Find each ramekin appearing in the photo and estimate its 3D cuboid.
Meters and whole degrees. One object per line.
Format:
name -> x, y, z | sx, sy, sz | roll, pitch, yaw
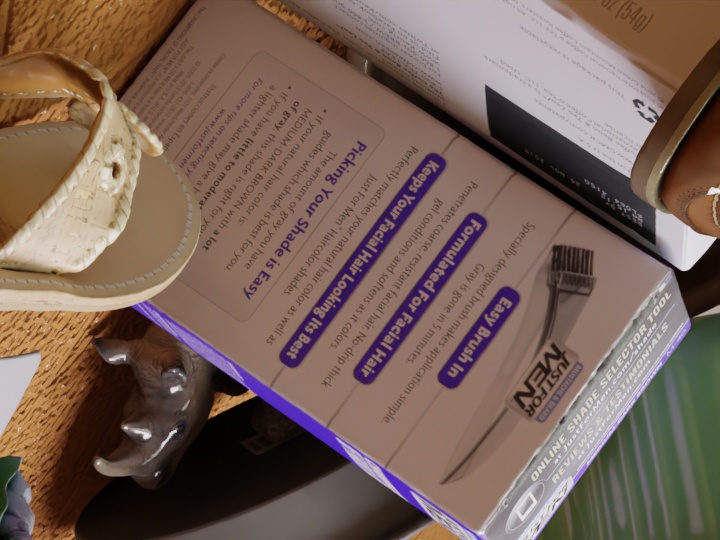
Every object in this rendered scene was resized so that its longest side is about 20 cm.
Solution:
ramekin -> 0.127, 0.068, 1.093 | 0.199, 0.098, 0.200 | -10, 176, -1

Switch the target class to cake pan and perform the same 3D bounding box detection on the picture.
cake pan -> -0.031, 0.086, 1.205 | 0.200, 0.037, 0.200 | -23, -169, 5

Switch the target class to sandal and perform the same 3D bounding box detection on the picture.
sandal -> -0.100, -0.032, 0.888 | 0.212, 0.078, 0.070 | -21, 149, -55

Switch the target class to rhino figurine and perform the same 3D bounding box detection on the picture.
rhino figurine -> -0.044, 0.019, 1.178 | 0.200, 0.060, 0.088 | -41, 141, -37

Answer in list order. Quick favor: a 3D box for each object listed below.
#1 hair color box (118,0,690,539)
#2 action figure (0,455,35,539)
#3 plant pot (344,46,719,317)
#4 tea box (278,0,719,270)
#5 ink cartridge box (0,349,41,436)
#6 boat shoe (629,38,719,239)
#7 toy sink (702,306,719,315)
hair color box -> 0.000, 0.000, 1.008 | 0.109, 0.200, 0.065 | -53, 157, -8
action figure -> -0.142, 0.121, 1.012 | 0.118, 0.055, 0.200 | -42, -161, 22
plant pot -> 0.099, -0.086, 1.198 | 0.200, 0.200, 0.175 | -58, 180, 10
tea box -> 0.085, -0.147, 0.967 | 0.197, 0.200, 0.134 | -51, 163, -17
ink cartridge box -> -0.190, 0.093, 0.893 | 0.200, 0.068, 0.116 | -58, 165, 13
boat shoe -> 0.142, -0.031, 0.876 | 0.072, 0.068, 0.200 | -55, 161, 16
toy sink -> 0.203, -0.032, 1.472 | 0.112, 0.200, 0.130 | -39, -176, -43
